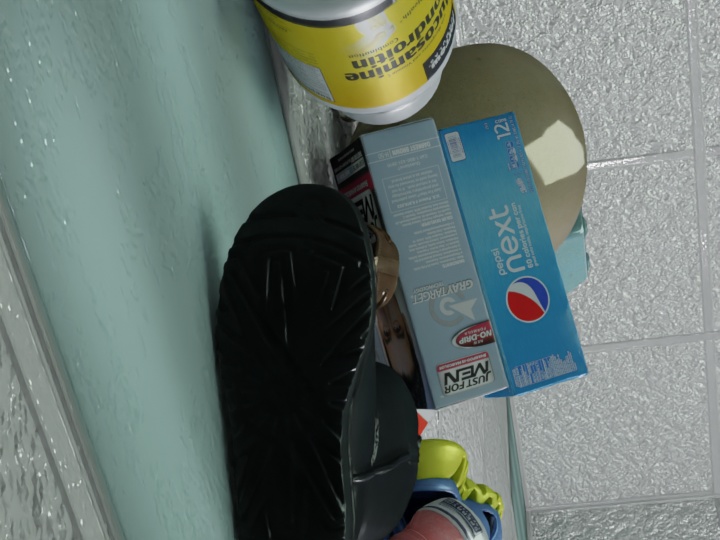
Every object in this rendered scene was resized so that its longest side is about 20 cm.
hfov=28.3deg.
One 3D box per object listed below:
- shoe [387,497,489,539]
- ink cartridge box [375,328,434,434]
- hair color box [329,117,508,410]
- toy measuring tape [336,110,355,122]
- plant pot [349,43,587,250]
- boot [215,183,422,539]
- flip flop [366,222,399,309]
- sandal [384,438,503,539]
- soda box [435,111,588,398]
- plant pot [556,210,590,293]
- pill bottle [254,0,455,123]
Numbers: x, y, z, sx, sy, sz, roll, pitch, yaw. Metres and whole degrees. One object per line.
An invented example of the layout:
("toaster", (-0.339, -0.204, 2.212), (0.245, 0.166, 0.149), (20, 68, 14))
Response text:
("shoe", (0.013, 0.232, 0.887), (0.091, 0.071, 0.201), (-22, 140, -40))
("ink cartridge box", (0.049, 0.098, 1.202), (0.163, 0.057, 0.201), (52, 20, -76))
("hair color box", (0.040, -0.001, 1.053), (0.099, 0.060, 0.201), (158, -84, -75))
("toy measuring tape", (0.001, -0.160, 1.080), (0.200, 0.073, 0.074), (56, 28, -72))
("plant pot", (0.066, -0.084, 1.173), (0.134, 0.200, 0.201), (-11, 96, -48))
("boot", (-0.016, 0.058, 0.750), (0.168, 0.076, 0.201), (-6, 96, -78))
("flip flop", (0.000, 0.000, 0.978), (0.200, 0.057, 0.082), (66, 23, -73))
("sandal", (0.053, 0.183, 0.996), (0.200, 0.079, 0.088), (49, 38, -61))
("soda box", (0.103, -0.009, 1.059), (0.068, 0.064, 0.201), (157, -82, -75))
("plant pot", (0.152, -0.054, 1.605), (0.197, 0.199, 0.197), (69, 15, -61))
("pill bottle", (-0.002, -0.163, 0.861), (0.200, 0.111, 0.113), (58, 27, -71))
